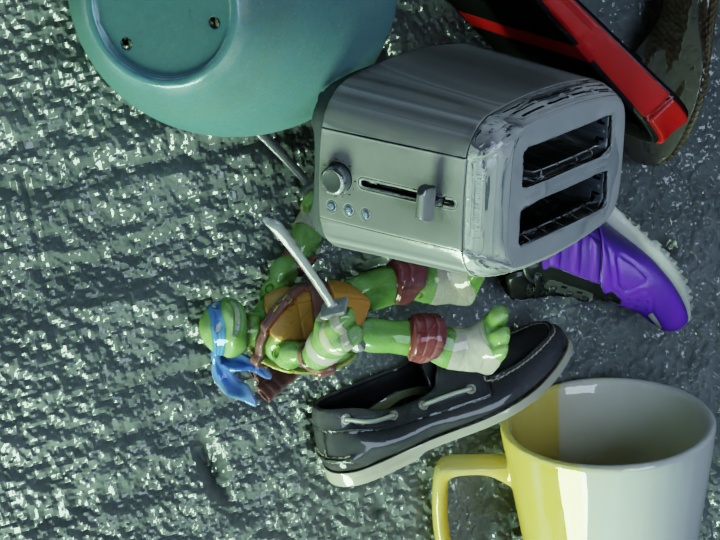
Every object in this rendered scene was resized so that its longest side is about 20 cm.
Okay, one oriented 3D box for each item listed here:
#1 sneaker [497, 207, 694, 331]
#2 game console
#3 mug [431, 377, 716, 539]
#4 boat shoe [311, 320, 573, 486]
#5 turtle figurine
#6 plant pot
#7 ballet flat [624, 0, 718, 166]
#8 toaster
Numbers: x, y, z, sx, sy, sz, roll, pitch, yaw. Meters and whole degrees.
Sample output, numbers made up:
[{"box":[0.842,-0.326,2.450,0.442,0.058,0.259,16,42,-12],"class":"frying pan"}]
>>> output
[{"box":[0.147,-0.009,1.245,0.200,0.070,0.100,44,87,-20],"class":"sneaker"},{"box":[0.114,-0.159,1.128,0.031,0.200,0.177,-47,114,-3],"class":"game console"},{"box":[0.163,0.173,1.259,0.149,0.186,0.154,-32,124,-51],"class":"mug"},{"box":[0.056,0.077,1.212,0.199,0.073,0.063,-27,112,-13],"class":"boat shoe"},{"box":[0.000,0.000,1.132,0.193,0.144,0.201,2,101,-20],"class":"turtle figurine"},{"box":[-0.091,-0.165,1.017,0.199,0.135,0.201,5,108,16],"class":"plant pot"},{"box":[0.229,-0.174,1.260,0.046,0.067,0.201,5,94,-57],"class":"ballet flat"},{"box":[0.071,-0.068,1.055,0.200,0.129,0.114,-22,122,-48],"class":"toaster"}]
